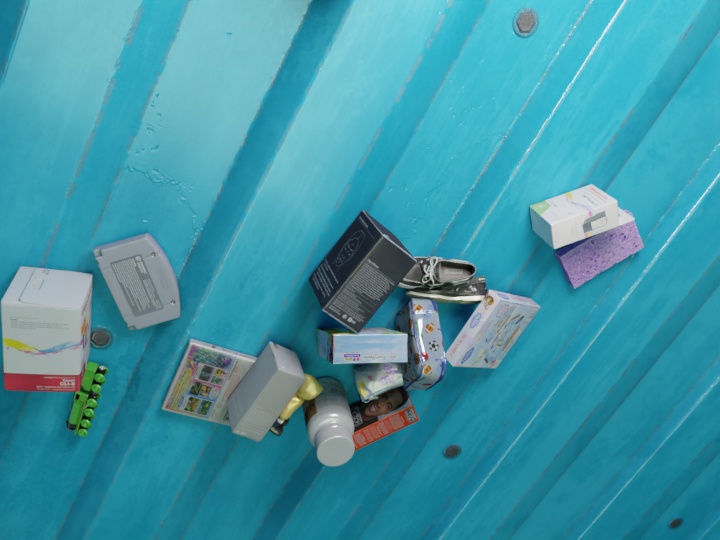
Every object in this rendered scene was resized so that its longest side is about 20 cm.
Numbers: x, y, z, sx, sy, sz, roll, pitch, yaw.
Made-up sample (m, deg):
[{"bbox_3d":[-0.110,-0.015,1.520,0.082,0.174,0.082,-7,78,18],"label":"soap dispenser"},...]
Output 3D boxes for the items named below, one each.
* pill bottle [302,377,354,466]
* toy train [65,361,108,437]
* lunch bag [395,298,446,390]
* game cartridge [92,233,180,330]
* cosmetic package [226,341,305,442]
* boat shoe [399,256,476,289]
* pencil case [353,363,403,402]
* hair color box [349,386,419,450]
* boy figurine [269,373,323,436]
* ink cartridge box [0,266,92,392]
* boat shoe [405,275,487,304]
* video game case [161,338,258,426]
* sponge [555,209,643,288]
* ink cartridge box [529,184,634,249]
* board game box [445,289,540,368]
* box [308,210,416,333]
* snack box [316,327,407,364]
[{"bbox_3d":[-0.075,0.359,1.494,0.112,0.201,0.116,-5,119,-10],"label":"pill bottle"},{"bbox_3d":[-0.620,0.293,1.422,0.056,0.042,0.202,20,112,-12],"label":"toy train"},{"bbox_3d":[0.133,0.167,1.440,0.074,0.203,0.161,2,155,-13],"label":"lunch bag"},{"bbox_3d":[-0.456,0.023,1.317,0.131,0.041,0.203,-13,120,-2],"label":"game cartridge"},{"bbox_3d":[-0.219,0.278,1.446,0.090,0.107,0.201,30,108,-33],"label":"cosmetic package"},{"bbox_3d":[0.162,0.004,1.414,0.196,0.068,0.075,4,84,-3],"label":"boat shoe"},{"bbox_3d":[0.079,0.250,1.537,0.197,0.091,0.084,-22,121,-2],"label":"pencil case"},{"bbox_3d":[0.038,0.368,1.585,0.198,0.102,0.062,-25,121,0],"label":"hair color box"},{"bbox_3d":[-0.155,0.305,1.491,0.064,0.125,0.200,39,122,-4],"label":"boy figurine"},{"bbox_3d":[-0.624,0.116,1.262,0.142,0.146,0.203,5,117,-16],"label":"ink cartridge box"},{"bbox_3d":[0.202,0.042,1.480,0.196,0.072,0.069,1,80,-6],"label":"boat shoe"},{"bbox_3d":[-0.349,0.268,1.483,0.180,0.024,0.202,20,112,-22],"label":"video game case"},{"bbox_3d":[0.581,-0.050,1.530,0.198,0.030,0.112,-32,120,5],"label":"sponge"},{"bbox_3d":[0.497,-0.130,1.415,0.197,0.117,0.068,-19,119,-3],"label":"ink cartridge box"},{"bbox_3d":[0.321,0.147,1.524,0.198,0.041,0.202,12,117,-47],"label":"board game box"},{"bbox_3d":[0.000,0.000,1.340,0.106,0.149,0.201,34,101,-28],"label":"box"},{"bbox_3d":[-0.001,0.165,1.407,0.166,0.200,0.069,1,90,-13],"label":"snack box"}]
